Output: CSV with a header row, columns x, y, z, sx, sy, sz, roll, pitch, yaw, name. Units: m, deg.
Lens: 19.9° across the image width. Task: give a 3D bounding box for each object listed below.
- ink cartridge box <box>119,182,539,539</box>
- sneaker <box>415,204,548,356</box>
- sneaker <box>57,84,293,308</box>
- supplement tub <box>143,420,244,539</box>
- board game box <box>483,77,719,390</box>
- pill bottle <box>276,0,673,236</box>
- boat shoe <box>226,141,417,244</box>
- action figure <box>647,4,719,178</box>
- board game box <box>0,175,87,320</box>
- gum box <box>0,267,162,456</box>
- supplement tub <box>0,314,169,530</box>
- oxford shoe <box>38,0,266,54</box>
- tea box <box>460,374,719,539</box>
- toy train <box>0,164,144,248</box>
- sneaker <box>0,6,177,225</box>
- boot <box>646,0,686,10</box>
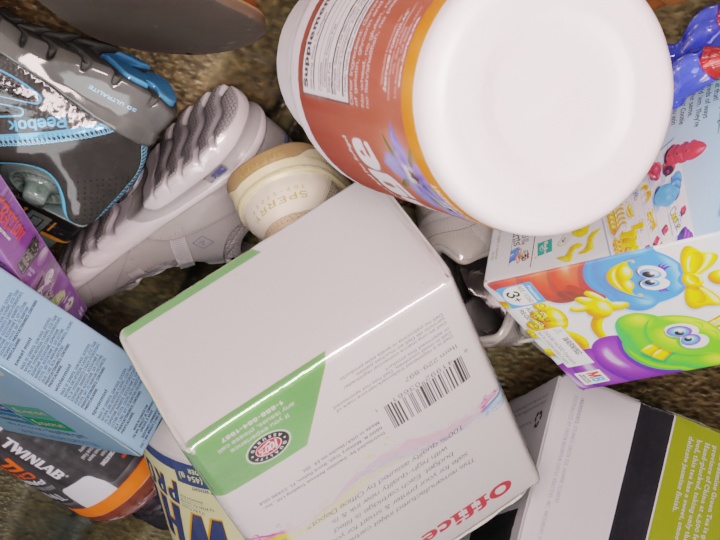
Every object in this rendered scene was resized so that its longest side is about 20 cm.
x,y,z,sx,sy,sz,roll,pitch,yaw,name
-0.009,0.070,1.001,0.145,0.088,0.200,-33,141,-5,ink cartridge box
0.081,0.015,1.080,0.076,0.092,0.200,-13,139,32,sneaker
-0.099,-0.019,1.100,0.082,0.075,0.200,32,141,-25,sneaker
-0.046,0.117,1.189,0.144,0.145,0.200,1,131,16,supplement tub
0.175,-0.026,0.979,0.199,0.105,0.103,-13,139,33,board game box
0.037,-0.082,0.871,0.112,0.112,0.200,30,177,-24,pill bottle
0.000,0.000,1.065,0.072,0.065,0.200,-31,150,13,boat shoe
0.119,-0.080,0.951,0.199,0.066,0.052,-12,129,35,action figure
-0.212,-0.027,1.018,0.120,0.032,0.200,28,164,14,board game box
-0.216,0.023,1.051,0.200,0.045,0.170,38,161,-28,gum box
-0.177,0.084,1.247,0.107,0.107,0.200,-23,132,40,supplement tub
-0.120,-0.152,0.932,0.071,0.072,0.200,-21,150,41,oxford shoe
0.152,0.169,1.205,0.196,0.134,0.200,22,161,-12,tea box
-0.210,-0.080,1.048,0.200,0.085,0.114,25,153,-18,toy train
-0.188,-0.093,0.951,0.200,0.073,0.082,29,103,-8,sneaker
0.161,-0.137,0.844,0.200,0.077,0.155,29,141,-19,boot
